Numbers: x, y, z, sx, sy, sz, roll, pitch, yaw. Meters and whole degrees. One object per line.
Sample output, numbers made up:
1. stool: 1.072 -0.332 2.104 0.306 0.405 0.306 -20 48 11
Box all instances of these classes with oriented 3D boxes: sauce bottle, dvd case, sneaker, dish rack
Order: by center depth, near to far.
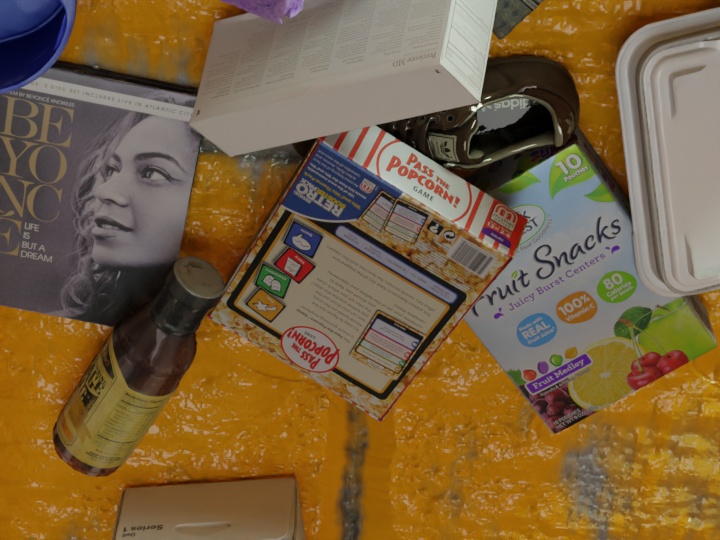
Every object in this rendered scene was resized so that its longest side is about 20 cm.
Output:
1. sneaker: 0.048 -0.102 1.180 0.199 0.076 0.071 -10 121 6
2. dish rack: 0.265 -0.079 1.181 0.171 0.044 0.201 -13 113 -5
3. dvd case: -0.197 -0.051 1.247 0.148 0.016 0.201 11 120 -6
4. sauce bottle: -0.160 0.069 1.278 0.066 0.066 0.200 26 124 -14

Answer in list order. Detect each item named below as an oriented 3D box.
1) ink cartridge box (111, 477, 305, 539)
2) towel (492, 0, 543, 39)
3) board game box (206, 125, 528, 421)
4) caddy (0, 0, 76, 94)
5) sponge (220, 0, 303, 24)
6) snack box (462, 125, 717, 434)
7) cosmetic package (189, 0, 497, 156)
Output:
1. ink cartridge box: -0.110 0.269 1.398 0.144 0.084 0.201 -4 121 3
2. towel: 0.092 -0.263 1.065 0.193 0.035 0.200 -45 130 10
3. board game box: 0.000 0.000 1.213 0.151 0.046 0.200 32 133 -5
4. caddy: -0.275 -0.176 1.119 0.199 0.105 0.142 -15 119 9
5. sponge: -0.071 -0.254 1.011 0.111 0.030 0.201 23 123 18
6. snack box: 0.144 0.007 1.257 0.142 0.053 0.200 -31 115 16
7. cosmetic package: -0.012 -0.132 1.109 0.199 0.083 0.051 -8 147 36
